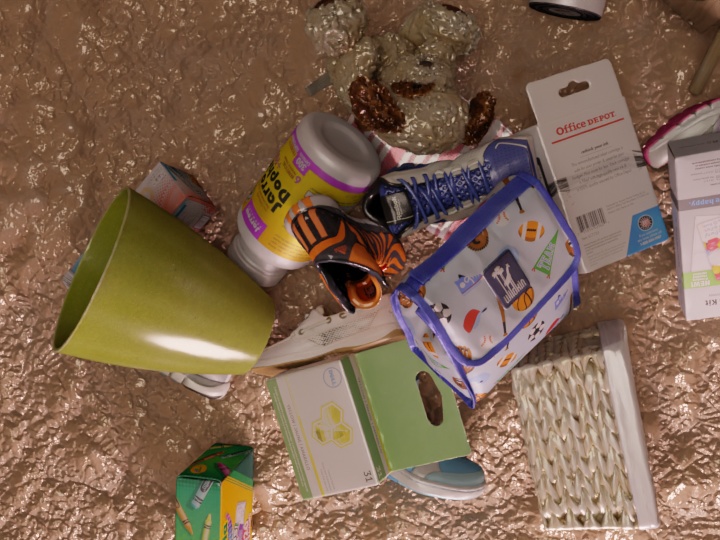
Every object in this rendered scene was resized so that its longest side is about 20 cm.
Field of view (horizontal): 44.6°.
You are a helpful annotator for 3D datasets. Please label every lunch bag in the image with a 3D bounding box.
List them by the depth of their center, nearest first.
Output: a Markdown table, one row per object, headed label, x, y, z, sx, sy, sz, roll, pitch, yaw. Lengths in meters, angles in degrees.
| label | x | y | z | sx | sy | sz | roll | pitch | yaw |
| --- | --- | --- | --- | --- | --- | --- | --- | --- | --- |
| lunch bag | 0.122 | 0.018 | 0.852 | 0.170 | 0.200 | 0.124 | -42 | 57 | -11 |

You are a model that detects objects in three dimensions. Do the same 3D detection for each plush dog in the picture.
| label | x | y | z | sx | sy | sz | roll | pitch | yaw |
| --- | --- | --- | --- | --- | --- | --- | --- | --- | --- |
| plush dog | 0.042 | -0.180 | 0.901 | 0.199 | 0.172 | 0.161 | -3 | 129 | -26 |

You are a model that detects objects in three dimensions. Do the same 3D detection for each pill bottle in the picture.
| label | x | y | z | sx | sy | sz | roll | pitch | yaw |
| --- | --- | --- | --- | --- | --- | --- | --- | --- | --- |
| pill bottle | -0.071 | -0.073 | 0.988 | 0.104 | 0.104 | 0.200 | 42 | 121 | 4 |

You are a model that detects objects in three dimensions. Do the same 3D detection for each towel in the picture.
| label | x | y | z | sx | sy | sz | roll | pitch | yaw |
| --- | --- | --- | --- | --- | --- | --- | --- | --- | --- |
| towel | 0.075 | -0.137 | 1.004 | 0.200 | 0.030 | 0.147 | 35 | 102 | 8 |

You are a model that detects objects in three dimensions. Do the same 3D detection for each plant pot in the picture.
| label | x | y | z | sx | sy | sz | roll | pitch | yaw |
| --- | --- | --- | --- | --- | --- | --- | --- | --- | --- |
| plant pot | -0.202 | 0.036 | 0.960 | 0.199 | 0.187 | 0.188 | 25 | 104 | -24 |

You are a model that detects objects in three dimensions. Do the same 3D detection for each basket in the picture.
| label | x | y | z | sx | sy | sz | roll | pitch | yaw |
| --- | --- | --- | --- | --- | --- | --- | --- | --- | --- |
| basket | 0.243 | 0.168 | 0.955 | 0.123 | 0.136 | 0.201 | -10 | 96 | 17 |

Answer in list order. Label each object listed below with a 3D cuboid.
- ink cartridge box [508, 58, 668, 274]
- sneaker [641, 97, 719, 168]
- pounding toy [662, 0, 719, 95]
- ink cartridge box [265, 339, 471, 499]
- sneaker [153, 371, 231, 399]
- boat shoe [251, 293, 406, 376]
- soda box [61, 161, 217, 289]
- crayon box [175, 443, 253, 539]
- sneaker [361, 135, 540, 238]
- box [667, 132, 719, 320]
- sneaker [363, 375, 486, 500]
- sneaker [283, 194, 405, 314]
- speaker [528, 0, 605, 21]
| label | x | y | z | sx | sy | sz | roll | pitch | yaw |
| --- | --- | --- | --- | --- | --- | --- | --- | --- | --- |
| ink cartridge box | 0.233 | -0.107 | 0.928 | 0.115 | 0.068 | 0.201 | -20 | 94 | -20 |
| sneaker | 0.394 | -0.141 | 0.905 | 0.199 | 0.081 | 0.089 | -21 | 94 | 11 |
| pounding toy | 0.366 | -0.305 | 0.853 | 0.142 | 0.184 | 0.200 | 43 | 95 | 4 |
| ink cartridge box | 0.006 | 0.163 | 0.976 | 0.199 | 0.048 | 0.146 | -18 | 89 | 26 |
| sneaker | -0.230 | 0.065 | 1.060 | 0.199 | 0.075 | 0.116 | 28 | 92 | -21 |
| boat shoe | -0.040 | 0.076 | 1.039 | 0.199 | 0.071 | 0.070 | -17 | 70 | 18 |
| soda box | -0.267 | -0.032 | 1.059 | 0.200 | 0.063 | 0.068 | -47 | 62 | 13 |
| crayon box | -0.177 | 0.326 | 1.069 | 0.058 | 0.119 | 0.201 | 4 | 99 | 11 |
| sneaker | 0.082 | -0.076 | 0.909 | 0.198 | 0.115 | 0.081 | -9 | 105 | 34 |
| box | 0.403 | -0.049 | 0.898 | 0.155 | 0.041 | 0.201 | -9 | 122 | 12 |
| sneaker | 0.065 | 0.178 | 1.020 | 0.199 | 0.080 | 0.131 | 19 | 102 | 8 |
| sneaker | 0.000 | 0.000 | 0.941 | 0.078 | 0.200 | 0.112 | -40 | 59 | 20 |
| speaker | 0.235 | -0.369 | 0.911 | 0.081 | 0.081 | 0.201 | 14 | 100 | 10 |
